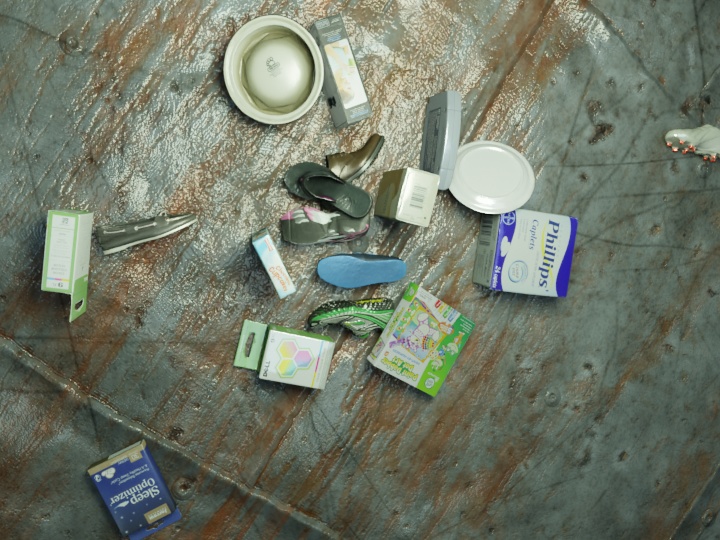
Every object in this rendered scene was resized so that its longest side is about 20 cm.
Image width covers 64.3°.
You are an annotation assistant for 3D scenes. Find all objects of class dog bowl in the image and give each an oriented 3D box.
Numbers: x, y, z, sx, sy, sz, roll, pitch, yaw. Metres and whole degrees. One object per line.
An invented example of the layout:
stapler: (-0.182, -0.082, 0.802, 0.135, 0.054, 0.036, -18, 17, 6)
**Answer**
dog bowl: (-0.168, -0.394, 1.142, 0.196, 0.074, 0.204, 0, 102, 0)

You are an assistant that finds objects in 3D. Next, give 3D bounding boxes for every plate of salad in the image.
plate of salad: (0.284, -0.203, 1.266, 0.196, 0.048, 0.203, 0, 60, -1)

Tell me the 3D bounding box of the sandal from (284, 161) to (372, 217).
sandal: (-0.068, -0.170, 1.162, 0.197, 0.048, 0.077, 22, 95, 14)

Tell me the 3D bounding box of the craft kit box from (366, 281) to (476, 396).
craft kit box: (0.140, 0.158, 1.290, 0.198, 0.048, 0.200, 30, 92, -30)

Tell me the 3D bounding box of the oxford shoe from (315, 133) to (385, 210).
oxford shoe: (-0.029, -0.227, 1.213, 0.200, 0.073, 0.085, -45, 100, -5)

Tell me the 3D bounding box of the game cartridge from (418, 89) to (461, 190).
game cartridge: (0.169, -0.273, 1.221, 0.040, 0.133, 0.204, 5, 96, -12)

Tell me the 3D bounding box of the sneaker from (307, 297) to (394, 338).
sneaker: (-0.018, 0.111, 1.253, 0.196, 0.078, 0.087, -2, 98, -13)

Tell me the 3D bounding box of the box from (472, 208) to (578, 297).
box: (0.376, -0.046, 1.312, 0.196, 0.105, 0.188, 5, 96, -14)

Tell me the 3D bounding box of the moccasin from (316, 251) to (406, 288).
moccasin: (0.000, 0.000, 1.251, 0.196, 0.068, 0.082, 5, 104, -12)

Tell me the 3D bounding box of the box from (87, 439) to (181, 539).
box: (-0.475, 0.477, 1.217, 0.119, 0.032, 0.203, -24, 103, -9)

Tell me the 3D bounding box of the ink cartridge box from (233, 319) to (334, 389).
ink cartridge box: (-0.163, 0.180, 1.229, 0.196, 0.059, 0.106, 14, 94, -15)

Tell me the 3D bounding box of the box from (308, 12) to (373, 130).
box: (-0.045, -0.398, 1.166, 0.059, 0.117, 0.203, -21, 100, -12)

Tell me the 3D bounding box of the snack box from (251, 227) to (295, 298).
snack box: (-0.175, -0.020, 1.137, 0.037, 0.200, 0.118, -27, 102, -6)

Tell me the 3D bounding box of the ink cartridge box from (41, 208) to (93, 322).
ink cartridge box: (-0.562, -0.014, 1.098, 0.058, 0.104, 0.204, 6, 96, -13)

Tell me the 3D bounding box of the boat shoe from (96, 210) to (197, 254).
boat shoe: (-0.427, -0.089, 1.140, 0.197, 0.067, 0.058, -20, 106, -6)

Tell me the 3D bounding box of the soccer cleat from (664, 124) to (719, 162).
soccer cleat: (0.827, -0.325, 1.405, 0.196, 0.069, 0.079, 10, 90, -21)

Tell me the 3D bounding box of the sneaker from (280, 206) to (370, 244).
sneaker: (-0.071, -0.084, 1.219, 0.196, 0.086, 0.082, 0, 75, 9)

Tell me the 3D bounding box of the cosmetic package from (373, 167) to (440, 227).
cosmetic package: (0.090, -0.151, 1.183, 0.070, 0.200, 0.107, 13, 93, -13)
